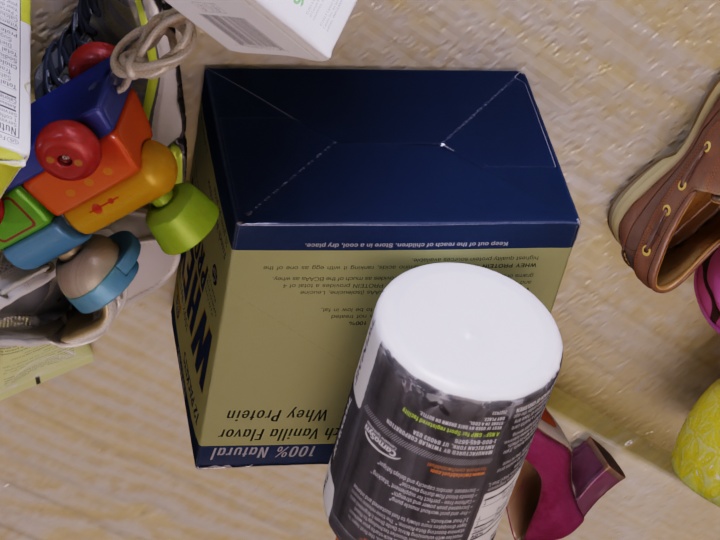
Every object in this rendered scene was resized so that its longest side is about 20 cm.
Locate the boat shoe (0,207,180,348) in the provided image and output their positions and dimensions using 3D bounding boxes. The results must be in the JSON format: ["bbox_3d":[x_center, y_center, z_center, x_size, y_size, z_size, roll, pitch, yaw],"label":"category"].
[{"bbox_3d":[-0.166,0.014,1.179,0.200,0.069,0.071,-16,134,-51],"label":"boat shoe"}]

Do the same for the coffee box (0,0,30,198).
[{"bbox_3d":[-0.293,-0.083,1.007,0.199,0.198,0.200,21,127,-27],"label":"coffee box"}]

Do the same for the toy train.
[{"bbox_3d":[-0.114,-0.056,1.066,0.199,0.085,0.116,-26,122,29],"label":"toy train"}]

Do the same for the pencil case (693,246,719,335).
[{"bbox_3d":[0.322,0.014,1.345,0.199,0.094,0.091,3,132,-16],"label":"pencil case"}]

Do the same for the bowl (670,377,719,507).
[{"bbox_3d":[0.317,0.100,1.389,0.199,0.200,0.108,4,105,-18],"label":"bowl"}]

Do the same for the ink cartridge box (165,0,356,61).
[{"bbox_3d":[-0.052,-0.228,0.936,0.175,0.084,0.201,35,76,-38],"label":"ink cartridge box"}]

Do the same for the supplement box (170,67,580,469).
[{"bbox_3d":[0.000,0.000,1.218,0.199,0.135,0.201,-1,134,-14],"label":"supplement box"}]

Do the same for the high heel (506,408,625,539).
[{"bbox_3d":[0.105,0.137,1.427,0.096,0.068,0.200,-41,134,11],"label":"high heel"}]

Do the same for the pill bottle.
[{"bbox_3d":[0.038,0.101,1.155,0.106,0.107,0.201,2,133,-16],"label":"pill bottle"}]

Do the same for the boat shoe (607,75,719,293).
[{"bbox_3d":[0.233,-0.064,1.261,0.072,0.068,0.200,20,126,-30],"label":"boat shoe"}]

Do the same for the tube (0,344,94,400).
[{"bbox_3d":[-0.206,0.004,1.234,0.058,0.052,0.201,8,138,9],"label":"tube"}]

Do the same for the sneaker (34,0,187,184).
[{"bbox_3d":[-0.139,-0.115,1.115,0.080,0.074,0.201,-6,134,-4],"label":"sneaker"}]
